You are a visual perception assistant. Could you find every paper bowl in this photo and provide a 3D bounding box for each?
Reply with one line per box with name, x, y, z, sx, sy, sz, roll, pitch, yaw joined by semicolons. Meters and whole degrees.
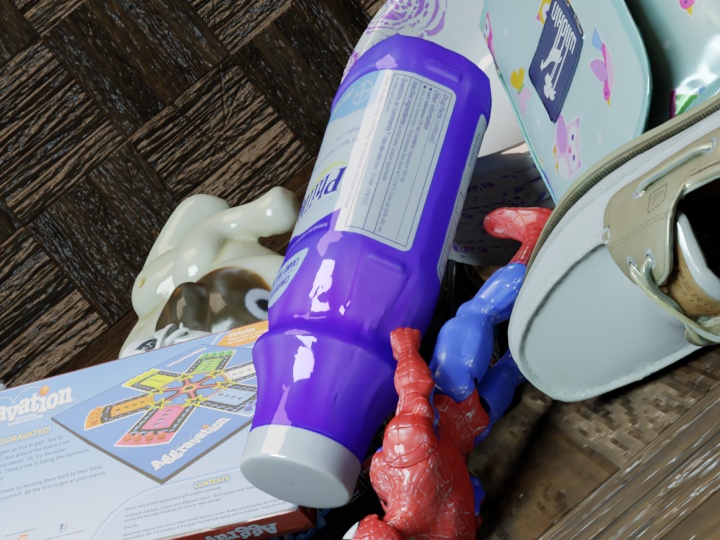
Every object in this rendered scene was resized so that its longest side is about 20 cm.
paper bowl;0.096;-0.087;0.919;0.201;0.104;0.201;-22;41;21

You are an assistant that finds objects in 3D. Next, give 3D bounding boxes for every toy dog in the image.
toy dog;-0.079;0.038;1.097;0.194;0.140;0.200;-42;10;-13

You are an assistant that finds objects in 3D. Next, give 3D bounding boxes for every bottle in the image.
bottle;0.000;0.000;0.778;0.084;0.065;0.200;132;158;-61

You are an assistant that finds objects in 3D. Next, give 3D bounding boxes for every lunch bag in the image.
lunch bag;0.139;-0.107;0.739;0.200;0.122;0.170;-40;45;22

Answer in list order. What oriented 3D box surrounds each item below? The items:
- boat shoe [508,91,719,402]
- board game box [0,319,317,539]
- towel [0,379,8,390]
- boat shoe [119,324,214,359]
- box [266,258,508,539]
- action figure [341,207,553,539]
boat shoe;0.119;-0.012;0.643;0.200;0.075;0.068;-47;13;35
board game box;-0.112;0.086;0.822;0.200;0.019;0.103;-15;51;19
towel;-0.228;0.166;1.026;0.144;0.023;0.200;-45;-33;-33
boat shoe;-0.097;0.063;0.952;0.074;0.065;0.200;-44;7;-35
box;-0.018;0.082;0.879;0.200;0.046;0.159;-39;7;12
action figure;0.037;0.050;0.710;0.052;0.065;0.200;-7;28;27
